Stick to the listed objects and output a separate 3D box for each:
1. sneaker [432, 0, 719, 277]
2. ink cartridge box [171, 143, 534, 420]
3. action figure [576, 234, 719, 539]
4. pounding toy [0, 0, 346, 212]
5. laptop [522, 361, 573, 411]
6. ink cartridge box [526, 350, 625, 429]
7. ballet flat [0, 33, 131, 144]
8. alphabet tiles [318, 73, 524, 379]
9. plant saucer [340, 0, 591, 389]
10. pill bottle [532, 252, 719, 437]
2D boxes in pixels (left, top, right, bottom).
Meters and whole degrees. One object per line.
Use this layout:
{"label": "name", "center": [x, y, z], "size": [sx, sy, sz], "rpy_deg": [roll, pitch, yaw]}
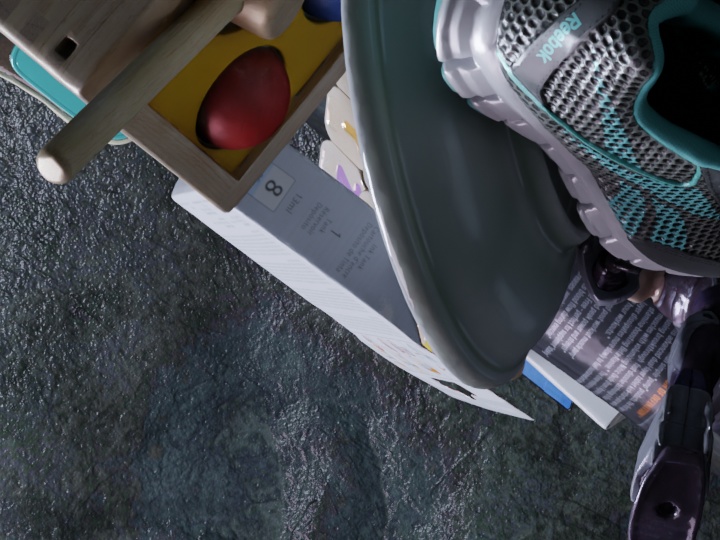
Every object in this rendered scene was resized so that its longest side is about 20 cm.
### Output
{"label": "sneaker", "center": [0.110, -0.044, 0.621], "size": [0.091, 0.078, 0.200], "rpy_deg": [18, 172, 45]}
{"label": "ink cartridge box", "center": [0.000, 0.000, 0.981], "size": [0.200, 0.047, 0.160], "rpy_deg": [35, 173, -10]}
{"label": "action figure", "center": [0.144, 0.027, 0.721], "size": [0.129, 0.070, 0.200], "rpy_deg": [6, -147, 5]}
{"label": "pounding toy", "center": [-0.069, -0.116, 0.768], "size": [0.142, 0.184, 0.200], "rpy_deg": [39, 179, 23]}
{"label": "laptop", "center": [0.091, -0.023, 1.432], "size": [0.200, 0.116, 0.187], "rpy_deg": [40, 179, -44]}
{"label": "ink cartridge box", "center": [0.115, -0.004, 1.150], "size": [0.200, 0.084, 0.144], "rpy_deg": [41, -167, 13]}
{"label": "ballet flat", "center": [-0.202, -0.146, 1.092], "size": [0.200, 0.070, 0.069], "rpy_deg": [40, 180, -23]}
{"label": "alphabet tiles", "center": [0.033, -0.037, 1.038], "size": [0.196, 0.015, 0.201], "rpy_deg": [47, 145, 34]}
{"label": "plant saucer", "center": [0.051, -0.059, 0.692], "size": [0.200, 0.050, 0.201], "rpy_deg": [-10, -90, -70]}
{"label": "pill bottle", "center": [0.128, 0.008, 0.884], "size": [0.200, 0.106, 0.106], "rpy_deg": [36, 180, 3]}
